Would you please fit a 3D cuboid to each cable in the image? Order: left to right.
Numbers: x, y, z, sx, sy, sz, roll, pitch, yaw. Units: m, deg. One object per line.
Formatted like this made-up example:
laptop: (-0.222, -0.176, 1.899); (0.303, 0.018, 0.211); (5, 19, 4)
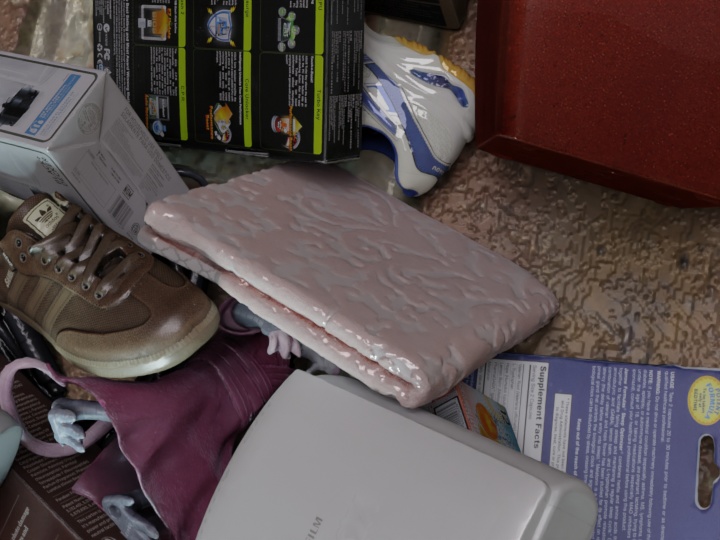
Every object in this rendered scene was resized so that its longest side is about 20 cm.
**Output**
cable: (-0.177, 0.023, 0.869); (0.161, 0.051, 0.202); (6, 78, 13)

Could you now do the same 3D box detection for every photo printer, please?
photo printer: (0.000, 0.146, 0.672); (0.199, 0.069, 0.168); (21, 83, 41)

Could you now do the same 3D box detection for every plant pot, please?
plant pot: (0.155, -0.137, 0.753); (0.198, 0.200, 0.178); (16, 92, -1)

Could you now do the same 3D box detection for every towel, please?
towel: (0.000, 0.000, 0.769); (0.190, 0.200, 0.032); (30, 114, 19)

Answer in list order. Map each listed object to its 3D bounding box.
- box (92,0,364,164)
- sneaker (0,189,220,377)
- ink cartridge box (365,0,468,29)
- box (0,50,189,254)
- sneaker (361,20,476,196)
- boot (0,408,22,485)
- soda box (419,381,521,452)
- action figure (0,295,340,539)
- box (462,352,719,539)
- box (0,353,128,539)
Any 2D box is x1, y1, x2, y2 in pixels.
box: (-0.085, -0.174, 0.834); (0.192, 0.047, 0.202); (8, 103, 31)
sneaker: (-0.162, -0.001, 0.746); (0.199, 0.076, 0.070); (15, 51, 41)
ink cartridge box: (0.011, -0.276, 0.889); (0.163, 0.075, 0.202); (13, 81, 14)
box: (-0.215, -0.078, 0.833); (0.199, 0.117, 0.060); (14, 62, 34)
sneaker: (-0.022, -0.121, 0.858); (0.199, 0.075, 0.089); (31, 85, 18)
boot: (-0.270, 0.123, 0.764); (0.096, 0.073, 0.200); (44, 120, 8)
soda box: (0.066, 0.161, 0.710); (0.063, 0.068, 0.201); (-30, 55, 21)
action figure: (-0.085, 0.077, 0.801); (0.148, 0.135, 0.200); (14, 38, 36)
box: (0.116, 0.111, 0.794); (0.198, 0.032, 0.122); (4, 78, 15)
box: (-0.215, 0.136, 0.821); (0.200, 0.075, 0.101); (39, 117, 16)
